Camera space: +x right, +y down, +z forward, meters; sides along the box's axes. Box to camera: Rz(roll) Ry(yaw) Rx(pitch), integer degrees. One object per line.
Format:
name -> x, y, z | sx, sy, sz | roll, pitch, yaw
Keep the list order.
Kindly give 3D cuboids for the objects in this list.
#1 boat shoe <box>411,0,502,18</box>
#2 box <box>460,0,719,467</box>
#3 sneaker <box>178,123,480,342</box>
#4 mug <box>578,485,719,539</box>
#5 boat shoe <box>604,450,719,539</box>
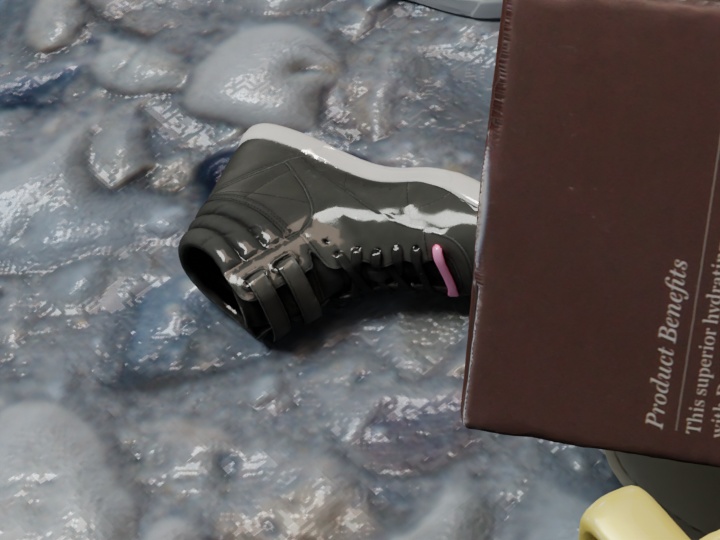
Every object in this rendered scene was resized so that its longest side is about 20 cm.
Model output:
boat shoe -> 0.043, -0.193, 0.959 | 0.198, 0.071, 0.072 | 7, 51, 17
box -> 0.152, -0.029, 0.647 | 0.198, 0.167, 0.164 | 9, 18, 9
sneaker -> 0.000, 0.000, 0.806 | 0.199, 0.071, 0.099 | 19, 58, 31
mug -> 0.154, 0.168, 0.565 | 0.148, 0.154, 0.188 | -6, 48, 7
boat shoe -> 0.200, 0.086, 0.706 | 0.199, 0.073, 0.063 | 10, 9, 26
